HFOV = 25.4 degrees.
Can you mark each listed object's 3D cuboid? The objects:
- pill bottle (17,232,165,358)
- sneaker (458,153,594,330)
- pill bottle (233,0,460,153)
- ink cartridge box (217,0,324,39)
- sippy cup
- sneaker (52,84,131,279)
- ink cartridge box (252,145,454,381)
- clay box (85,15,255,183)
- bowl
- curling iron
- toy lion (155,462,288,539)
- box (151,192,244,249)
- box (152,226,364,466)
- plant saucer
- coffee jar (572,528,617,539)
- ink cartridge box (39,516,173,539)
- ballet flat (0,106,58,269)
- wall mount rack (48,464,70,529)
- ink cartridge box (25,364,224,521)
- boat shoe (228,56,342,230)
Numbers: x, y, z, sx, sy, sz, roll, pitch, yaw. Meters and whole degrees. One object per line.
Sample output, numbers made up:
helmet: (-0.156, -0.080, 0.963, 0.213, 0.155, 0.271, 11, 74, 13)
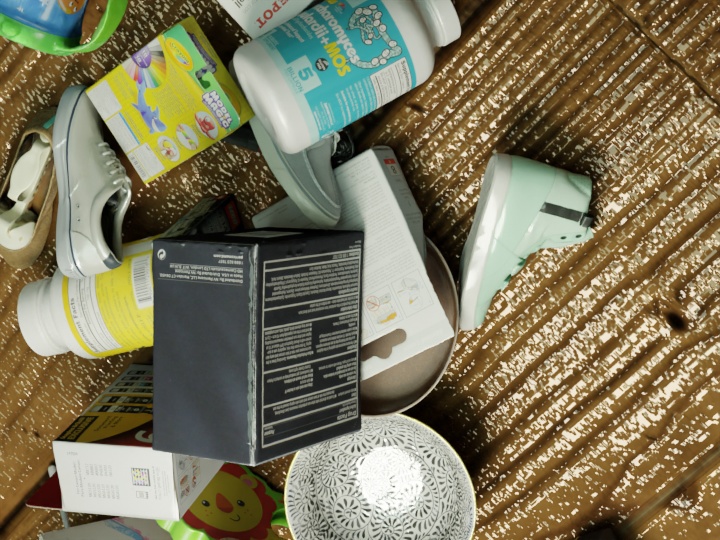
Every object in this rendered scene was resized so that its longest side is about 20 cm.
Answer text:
pill bottle: (-0.255, 0.031, 1.672, 0.199, 0.111, 0.112, -13, 107, 22)
sneaker: (0.162, -0.014, 1.548, 0.118, 0.074, 0.201, 10, 126, -6)
pill bottle: (-0.009, -0.200, 1.475, 0.200, 0.111, 0.111, -30, 102, -9)
ink cartridge box: (-0.098, -0.331, 1.496, 0.200, 0.084, 0.146, 47, 117, -4)
sippy cup: (-0.314, -0.299, 1.558, 0.177, 0.140, 0.131, 23, 107, -20)
sneaker: (-0.267, -0.092, 1.624, 0.070, 0.073, 0.201, -5, 82, 17)
ink cartridge box: (0.000, 0.000, 1.581, 0.162, 0.050, 0.201, -28, 84, 29)
clay box: (-0.182, -0.168, 1.558, 0.200, 0.048, 0.115, -21, 104, 52)
bowl: (0.028, 0.230, 1.664, 0.200, 0.094, 0.202, 2, 101, 11)
curling iron: (-0.096, -0.139, 1.606, 0.199, 0.026, 0.050, 8, 92, 19)
toy lion: (-0.123, 0.273, 1.707, 0.199, 0.192, 0.069, 11, 123, -32)
box: (-0.140, 0.037, 1.625, 0.040, 0.137, 0.201, -11, 108, 21)
box: (-0.095, 0.064, 1.497, 0.123, 0.200, 0.199, 3, 95, 29)
plant saucer: (0.019, 0.046, 1.600, 0.200, 0.032, 0.201, -1, 88, 34)
coffee jar: (0.202, 0.351, 1.671, 0.200, 0.085, 0.104, -31, 96, 26)
ink cartridge box: (-0.244, 0.348, 1.751, 0.199, 0.087, 0.146, -11, 114, -23)
ballet flat: (-0.353, -0.079, 1.681, 0.068, 0.072, 0.200, 31, 117, 4)
wall mount rack: (-0.353, 0.332, 1.847, 0.200, 0.075, 0.174, -34, 101, 25)
ink cartridge box: (-0.237, 0.175, 1.672, 0.175, 0.200, 0.084, 2, 110, 15)
boat shoe: (-0.059, -0.138, 1.541, 0.071, 0.070, 0.201, -32, 73, 18)
